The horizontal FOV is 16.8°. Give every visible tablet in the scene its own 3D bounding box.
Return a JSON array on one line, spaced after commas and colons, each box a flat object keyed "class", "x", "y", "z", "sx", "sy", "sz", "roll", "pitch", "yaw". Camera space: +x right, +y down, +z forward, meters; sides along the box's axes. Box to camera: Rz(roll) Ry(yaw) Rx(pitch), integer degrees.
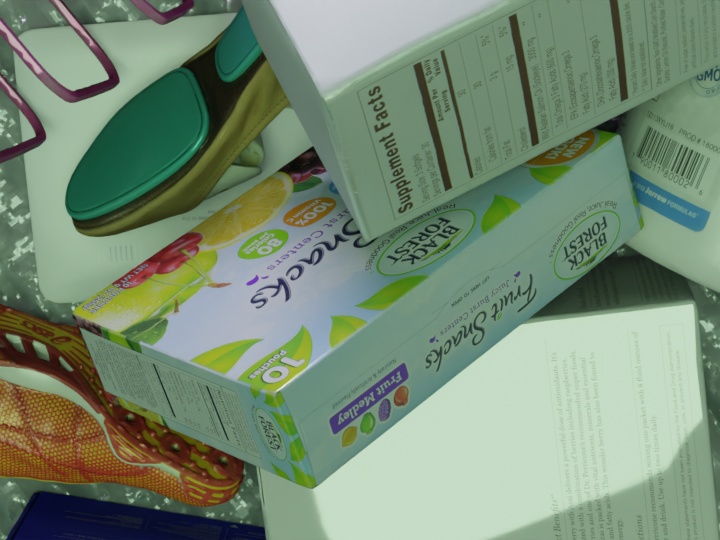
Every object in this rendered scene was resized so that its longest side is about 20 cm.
[{"class": "tablet", "x": -0.058, "y": -0.055, "z": 1.141, "sx": 0.198, "sy": 0.014, "sz": 0.131, "roll": -4, "pitch": 101, "yaw": 3}]

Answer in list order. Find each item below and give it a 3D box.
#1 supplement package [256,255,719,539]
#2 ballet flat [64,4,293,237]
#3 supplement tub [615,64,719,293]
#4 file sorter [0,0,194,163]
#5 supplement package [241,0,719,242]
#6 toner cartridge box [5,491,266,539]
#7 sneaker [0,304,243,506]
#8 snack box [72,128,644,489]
[{"class": "supplement package", "x": 0.055, "y": 0.069, "z": 1.106, "sx": 0.198, "sy": 0.120, "sz": 0.122, "roll": -6, "pitch": 101, "yaw": 4}, {"class": "ballet flat", "x": -0.051, "y": -0.074, "z": 1.091, "sx": 0.063, "sy": 0.069, "sz": 0.200, "roll": 27, "pitch": 124, "yaw": -35}, {"class": "supplement tub", "x": 0.193, "y": -0.091, "z": 1.062, "sx": 0.131, "sy": 0.132, "sz": 0.201, "roll": 22, "pitch": 102, "yaw": -2}, {"class": "file sorter", "x": -0.120, "y": -0.155, "z": 1.054, "sx": 0.200, "sy": 0.139, "sz": 0.126, "roll": -41, "pitch": 93, "yaw": 10}, {"class": "supplement package", "x": 0.057, "y": -0.124, "z": 0.962, "sx": 0.199, "sy": 0.118, "sz": 0.117, "roll": -26, "pitch": 62, "yaw": -4}, {"class": "toner cartridge box", "x": -0.066, "y": 0.151, "z": 1.143, "sx": 0.198, "sy": 0.095, "sz": 0.044, "roll": 9, "pitch": 103, "yaw": 1}, {"class": "sneaker", "x": -0.149, "y": 0.067, "z": 1.153, "sx": 0.199, "sy": 0.073, "sz": 0.078, "roll": 22, "pitch": 124, "yaw": 2}, {"class": "snack box", "x": 0.000, "y": 0.000, "z": 1.022, "sx": 0.200, "sy": 0.142, "sz": 0.053, "roll": -37, "pitch": 125, "yaw": -29}]
